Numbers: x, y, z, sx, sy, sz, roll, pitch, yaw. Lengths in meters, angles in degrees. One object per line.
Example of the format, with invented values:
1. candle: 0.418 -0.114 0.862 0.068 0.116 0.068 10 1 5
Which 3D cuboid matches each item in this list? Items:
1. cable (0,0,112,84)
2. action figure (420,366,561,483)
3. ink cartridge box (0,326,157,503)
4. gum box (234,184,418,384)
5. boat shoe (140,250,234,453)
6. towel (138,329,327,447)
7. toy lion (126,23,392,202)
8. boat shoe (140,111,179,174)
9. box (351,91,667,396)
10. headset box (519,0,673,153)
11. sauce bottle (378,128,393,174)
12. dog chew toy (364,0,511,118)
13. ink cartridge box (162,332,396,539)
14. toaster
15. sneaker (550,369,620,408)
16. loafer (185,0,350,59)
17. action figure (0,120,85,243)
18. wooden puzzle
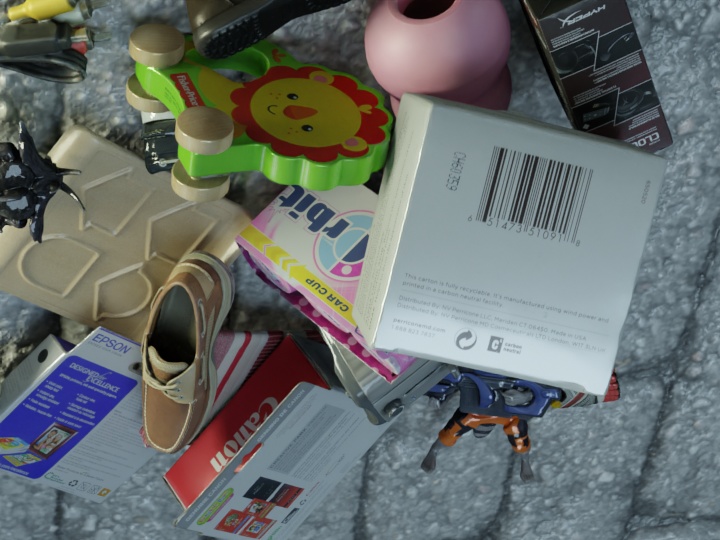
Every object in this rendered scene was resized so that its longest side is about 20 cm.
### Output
1. cable: -0.303 -0.192 1.447 0.199 0.050 0.097 -3 149 3
2. action figure: 0.107 0.120 1.803 0.199 0.105 0.194 13 123 9
3. ink cartridge box: -0.255 0.132 1.695 0.200 0.043 0.198 -41 141 17
4. gum box: 0.000 0.000 1.550 0.114 0.200 0.066 -45 148 -12
5. boat shoe: -0.170 0.080 1.590 0.076 0.072 0.201 18 114 16
6. towel: -0.109 0.112 1.719 0.200 0.023 0.144 3 129 -44
7. toy lion: -0.077 -0.133 1.444 0.191 0.200 0.069 -10 133 -22
8. boat shoe: -0.090 -0.115 1.527 0.199 0.076 0.061 -3 91 -2
9. box: 0.114 -0.024 1.405 0.198 0.131 0.201 12 99 -9
10. headset box: 0.192 -0.192 1.496 0.077 0.149 0.200 -22 133 5
11. sauce bottle: 0.078 -0.071 1.628 0.065 0.065 0.200 -42 126 20
12. dog chew toy: 0.076 -0.164 1.512 0.124 0.125 0.200 -19 140 1
13. ink cartridge box: -0.087 0.165 1.704 0.200 0.084 0.175 -48 146 12
14. toaster: 0.016 0.034 1.634 0.129 0.200 0.114 -32 153 1
15. sneaker: 0.208 0.075 1.778 0.082 0.078 0.200 -18 132 2
16. loafer: -0.057 -0.247 1.431 0.200 0.071 0.073 -27 165 -12
17. action figure: -0.325 -0.088 1.478 0.199 0.102 0.119 2 129 3
18. wooden puzzle: -0.224 -0.031 1.592 0.200 0.046 0.185 29 117 -29
